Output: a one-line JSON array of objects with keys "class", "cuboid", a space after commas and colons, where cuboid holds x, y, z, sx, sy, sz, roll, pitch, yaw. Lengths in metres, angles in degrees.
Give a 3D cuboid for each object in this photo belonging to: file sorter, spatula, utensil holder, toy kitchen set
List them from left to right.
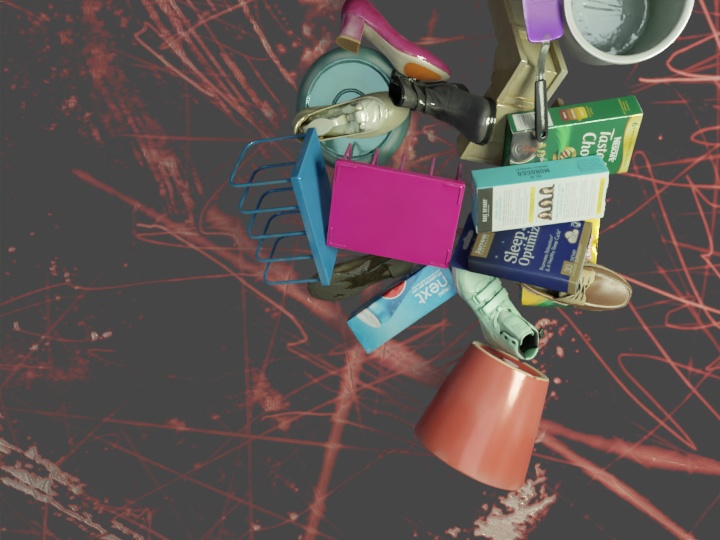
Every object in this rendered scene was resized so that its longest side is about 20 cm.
[{"class": "file sorter", "cuboid": [-0.115, -0.095, 1.196, 0.119, 0.141, 0.204, -4, 129, 14]}, {"class": "file sorter", "cuboid": [0.058, -0.112, 1.196, 0.194, 0.126, 0.142, 11, 119, 3]}, {"class": "toy kitchen set", "cuboid": [0.254, -0.291, 1.176, 0.159, 0.184, 0.201, 7, 144, -19]}, {"class": "spatula", "cuboid": [0.249, -0.275, 1.029, 0.055, 0.021, 0.205, -12, 119, -10]}, {"class": "utensil holder", "cuboid": [0.360, -0.377, 1.069, 0.165, 0.200, 0.175, 2, 102, 8]}]

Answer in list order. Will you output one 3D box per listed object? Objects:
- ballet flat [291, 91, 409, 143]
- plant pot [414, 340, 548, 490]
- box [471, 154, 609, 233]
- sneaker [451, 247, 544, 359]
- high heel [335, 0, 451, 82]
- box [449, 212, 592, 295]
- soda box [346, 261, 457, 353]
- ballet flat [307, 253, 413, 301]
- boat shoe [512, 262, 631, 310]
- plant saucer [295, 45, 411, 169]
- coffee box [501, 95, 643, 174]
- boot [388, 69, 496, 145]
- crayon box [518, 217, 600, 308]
[{"class": "ballet flat", "cuboid": [-0.018, -0.239, 1.196, 0.194, 0.070, 0.071, -11, 100, 10]}, {"class": "plant pot", "cuboid": [0.210, 0.228, 1.235, 0.196, 0.200, 0.181, 24, 95, 2]}, {"class": "box", "cuboid": [0.265, -0.114, 1.126, 0.194, 0.050, 0.084, -7, 129, 1]}, {"class": "sneaker", "cuboid": [0.223, 0.054, 1.194, 0.073, 0.118, 0.203, -40, 119, -14]}, {"class": "high heel", "cuboid": [0.060, -0.371, 1.197, 0.195, 0.067, 0.098, 18, 73, -2]}, {"class": "box", "cuboid": [0.242, -0.039, 1.145, 0.195, 0.123, 0.033, 12, 145, 22]}, {"class": "soda box", "cuboid": [0.075, 0.052, 1.272, 0.198, 0.064, 0.069, -36, 95, 13]}, {"class": "ballet flat", "cuboid": [0.000, 0.000, 1.286, 0.195, 0.047, 0.068, -20, 130, 17]}, {"class": "boat shoe", "cuboid": [0.322, 0.023, 1.163, 0.194, 0.072, 0.078, 12, 104, 6]}, {"class": "plant saucer", "cuboid": [-0.014, -0.264, 1.238, 0.194, 0.027, 0.206, 2, 102, 7]}, {"class": "coffee box", "cuboid": [0.313, -0.190, 1.130, 0.194, 0.045, 0.124, -8, 142, -1]}, {"class": "boot", "cuboid": [0.114, -0.244, 1.122, 0.128, 0.200, 0.072, 7, 110, -19]}, {"class": "crayon box", "cuboid": [0.320, -0.046, 1.217, 0.115, 0.058, 0.206, 2, 102, 8]}]
